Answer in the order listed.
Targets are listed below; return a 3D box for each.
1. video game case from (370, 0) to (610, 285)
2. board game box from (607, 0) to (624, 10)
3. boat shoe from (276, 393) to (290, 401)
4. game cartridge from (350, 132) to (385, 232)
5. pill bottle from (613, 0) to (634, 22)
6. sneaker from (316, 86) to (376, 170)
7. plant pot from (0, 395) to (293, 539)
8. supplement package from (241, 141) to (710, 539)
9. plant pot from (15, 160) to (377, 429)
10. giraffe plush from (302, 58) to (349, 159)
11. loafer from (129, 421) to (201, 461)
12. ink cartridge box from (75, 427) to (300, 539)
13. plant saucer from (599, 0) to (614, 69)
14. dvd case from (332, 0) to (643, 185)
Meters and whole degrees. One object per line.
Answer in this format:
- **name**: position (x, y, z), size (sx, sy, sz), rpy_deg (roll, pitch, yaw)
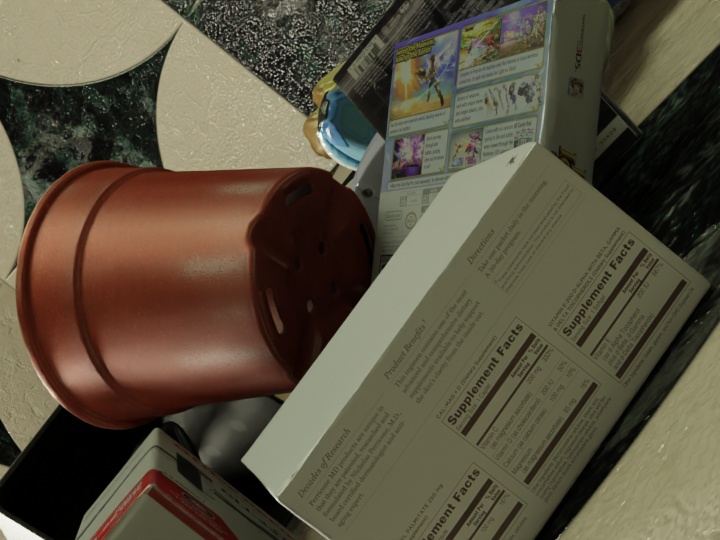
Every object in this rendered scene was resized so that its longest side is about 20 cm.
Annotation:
- **video game case**: position (0.077, -0.069, 0.868), size (0.200, 0.045, 0.182), rpy_deg (-1, 83, 63)
- **board game box**: position (0.148, -0.262, 1.199), size (0.200, 0.043, 0.199), rpy_deg (-44, 37, 15)
- **boat shoe**: position (-0.047, 0.108, 1.166), size (0.200, 0.071, 0.065), rpy_deg (-53, 11, 15)
- **game cartridge**: position (0.077, -0.083, 1.066), size (0.200, 0.133, 0.041), rpy_deg (-45, 28, 42)
- **pill bottle**: position (0.248, -0.331, 1.270), size (0.200, 0.113, 0.113), rpy_deg (-50, 7, 14)
- **sneaker**: position (0.055, -0.121, 1.211), size (0.090, 0.199, 0.079), rpy_deg (-9, 70, 61)
- **plant pot**: position (-0.169, 0.193, 1.101), size (0.200, 0.200, 0.178), rpy_deg (-57, -1, -35)
- **supplement package**: position (0.048, 0.054, 0.676), size (0.200, 0.111, 0.156), rpy_deg (-53, 7, -8)
- **plant pot**: position (-0.102, 0.010, 0.958), size (0.195, 0.201, 0.201), rpy_deg (-6, 37, 35)
- **giraffe plush**: position (0.060, -0.152, 1.367), size (0.172, 0.162, 0.200), rpy_deg (-14, 36, 41)
- **loafer**: position (-0.134, 0.203, 0.952), size (0.070, 0.068, 0.201), rpy_deg (116, 150, -53)
- **ink cartridge box**: position (-0.094, 0.182, 0.812), size (0.084, 0.144, 0.200), rpy_deg (-51, 8, -4)
- **plant saucer**: position (0.136, -0.139, 1.105), size (0.200, 0.050, 0.200), rpy_deg (-29, -25, -14)
- **dvd case**: position (0.086, -0.119, 0.971), size (0.149, 0.200, 0.016), rpy_deg (-48, -16, 30)
